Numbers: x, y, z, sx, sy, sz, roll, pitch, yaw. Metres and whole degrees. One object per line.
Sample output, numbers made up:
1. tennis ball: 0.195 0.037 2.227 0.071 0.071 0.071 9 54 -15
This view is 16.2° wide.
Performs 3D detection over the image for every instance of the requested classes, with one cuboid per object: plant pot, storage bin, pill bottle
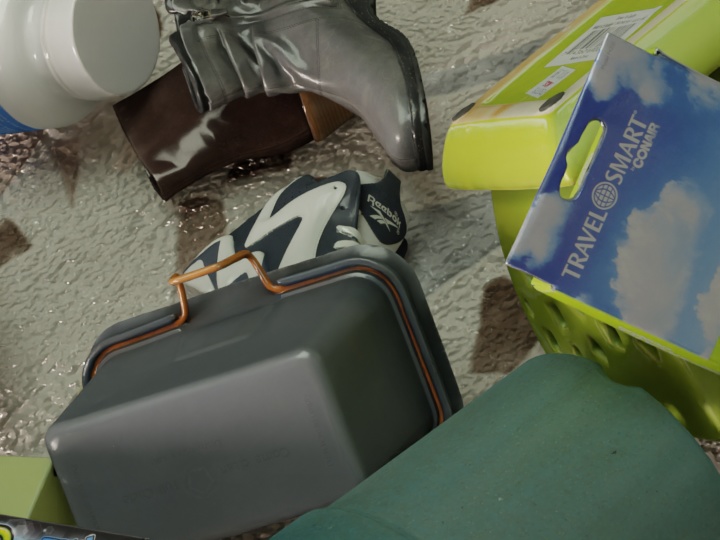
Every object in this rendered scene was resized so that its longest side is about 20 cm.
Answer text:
1. plant pot: 0.065 0.153 1.201 0.200 0.201 0.196 25 55 40
2. storage bin: -0.065 0.072 1.316 0.200 0.146 0.134 -18 9 17
3. pill bottle: -0.231 -0.144 1.651 0.200 0.112 0.112 -3 46 38
4. plant pot: 0.169 -0.049 1.293 0.199 0.182 0.200 -40 12 -13

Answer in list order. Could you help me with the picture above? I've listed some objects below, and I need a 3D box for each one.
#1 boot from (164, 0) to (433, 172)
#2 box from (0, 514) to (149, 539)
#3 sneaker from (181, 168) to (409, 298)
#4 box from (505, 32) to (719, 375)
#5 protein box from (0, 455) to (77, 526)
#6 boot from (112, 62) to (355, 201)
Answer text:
1. boot: -0.039 -0.115 1.525 0.131 0.070 0.200 -16 43 -11
2. box: -0.201 0.167 1.215 0.200 0.035 0.110 5 51 27
3. sneaker: 0.000 0.000 1.449 0.199 0.080 0.130 21 67 49
4. box: 0.174 -0.015 1.170 0.122 0.200 0.048 -66 10 -3
5. protein box: -0.252 0.211 1.319 0.200 0.135 0.199 0 49 24
6. boot: -0.086 -0.143 1.635 0.166 0.072 0.200 -24 46 -2
